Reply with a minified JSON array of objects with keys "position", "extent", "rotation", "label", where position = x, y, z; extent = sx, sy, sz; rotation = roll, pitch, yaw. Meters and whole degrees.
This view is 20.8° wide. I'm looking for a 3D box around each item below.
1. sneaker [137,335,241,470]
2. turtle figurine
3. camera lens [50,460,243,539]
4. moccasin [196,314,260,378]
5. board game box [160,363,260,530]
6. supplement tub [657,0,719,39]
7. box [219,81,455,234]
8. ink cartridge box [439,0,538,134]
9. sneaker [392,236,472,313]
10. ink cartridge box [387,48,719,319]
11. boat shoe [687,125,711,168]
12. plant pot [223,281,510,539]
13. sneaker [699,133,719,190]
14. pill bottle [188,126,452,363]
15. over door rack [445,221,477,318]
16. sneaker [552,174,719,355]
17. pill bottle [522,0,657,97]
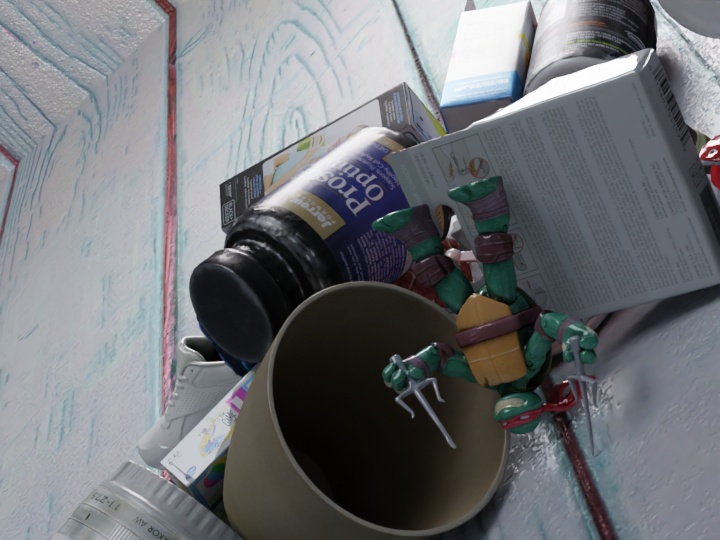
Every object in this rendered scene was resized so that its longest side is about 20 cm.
[{"position":[-0.145,0.106,1.816],"extent":[0.200,0.099,0.078],"rotation":[-38,21,22],"label":"sneaker"},{"position":[0.086,0.044,1.345],"extent":[0.149,0.201,0.101],"rotation":[-21,-3,12],"label":"turtle figurine"},{"position":[-0.183,0.267,1.485],"extent":[0.200,0.160,0.160],"rotation":[-52,20,-17],"label":"camera lens"},{"position":[-0.075,0.056,1.597],"extent":[0.081,0.068,0.200],"rotation":[-54,-22,-10],"label":"moccasin"},{"position":[-0.060,0.117,1.562],"extent":[0.034,0.135,0.200],"rotation":[38,75,28],"label":"board game box"},{"position":[0.314,-0.293,1.619],"extent":[0.122,0.123,0.200],"rotation":[-29,25,40],"label":"supplement tub"},{"position":[-0.011,-0.067,1.719],"extent":[0.199,0.117,0.060],"rotation":[-28,41,21],"label":"box"},{"position":[0.127,-0.155,1.715],"extent":[0.068,0.115,0.200],"rotation":[-9,35,18],"label":"ink cartridge box"},{"position":[0.000,0.000,1.605],"extent":[0.082,0.199,0.078],"rotation":[130,146,-55],"label":"sneaker"},{"position":[0.141,-0.047,1.366],"extent":[0.199,0.163,0.057],"rotation":[-15,18,34],"label":"ink cartridge box"},{"position":[0.183,-0.070,1.533],"extent":[0.201,0.066,0.072],"rotation":[-29,27,42],"label":"boat shoe"},{"position":[-0.021,0.134,1.423],"extent":[0.200,0.187,0.188],"rotation":[-44,14,53],"label":"plant pot"},{"position":[0.283,-0.060,1.296],"extent":[0.112,0.071,0.200],"rotation":[-33,15,24],"label":"sneaker"},{"position":[-0.031,-0.017,1.478],"extent":[0.200,0.112,0.112],"rotation":[-38,11,-37],"label":"pill bottle"},{"position":[0.096,-0.032,1.505],"extent":[0.200,0.066,0.148],"rotation":[-55,12,49],"label":"over door rack"},{"position":[0.170,-0.018,1.440],"extent":[0.200,0.080,0.074],"rotation":[-45,21,9],"label":"sneaker"},{"position":[0.199,-0.184,1.667],"extent":[0.106,0.106,0.200],"rotation":[-34,22,31],"label":"pill bottle"}]
